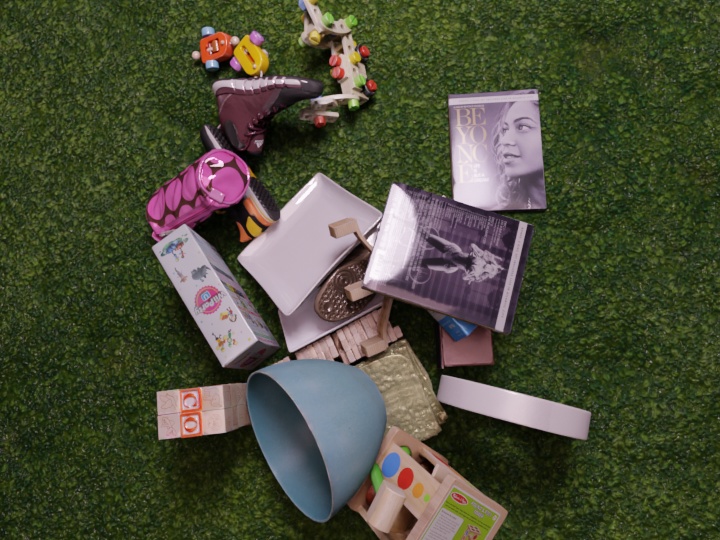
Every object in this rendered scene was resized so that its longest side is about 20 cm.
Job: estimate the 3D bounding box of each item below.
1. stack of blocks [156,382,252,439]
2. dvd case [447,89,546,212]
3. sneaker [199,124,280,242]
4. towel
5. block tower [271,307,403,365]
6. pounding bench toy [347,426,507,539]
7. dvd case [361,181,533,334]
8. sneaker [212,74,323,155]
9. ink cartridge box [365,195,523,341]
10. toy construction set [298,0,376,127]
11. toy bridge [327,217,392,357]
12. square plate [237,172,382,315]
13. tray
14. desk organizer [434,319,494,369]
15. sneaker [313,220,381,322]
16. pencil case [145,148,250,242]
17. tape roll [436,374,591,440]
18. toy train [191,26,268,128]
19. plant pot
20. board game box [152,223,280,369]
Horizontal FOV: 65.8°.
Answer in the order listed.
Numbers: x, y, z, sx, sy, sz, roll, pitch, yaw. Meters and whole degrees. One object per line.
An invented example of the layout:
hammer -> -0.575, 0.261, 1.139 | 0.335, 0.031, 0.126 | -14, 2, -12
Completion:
stack of blocks -> -0.214, 0.193, 0.776 | 0.113, 0.200, 0.060 | -8, 79, 2
dvd case -> 0.219, -0.194, 0.903 | 0.146, 0.016, 0.204 | -2, 79, 5
sneaker -> -0.217, -0.139, 0.900 | 0.090, 0.070, 0.201 | -38, 82, 16
towel -> 0.017, 0.208, 0.827 | 0.198, 0.036, 0.150 | -27, 88, 1
block tower -> -0.034, 0.123, 0.847 | 0.198, 0.054, 0.058 | -26, 79, -1
pounding bench toy -> 0.056, 0.290, 0.722 | 0.199, 0.155, 0.125 | 39, 83, -32
dvd case -> 0.116, -0.018, 0.727 | 0.197, 0.016, 0.151 | 17, 76, 1
sneaker -> -0.141, -0.237, 0.860 | 0.197, 0.075, 0.118 | 8, 107, 30
ink cartridge box -> 0.111, -0.017, 0.777 | 0.116, 0.068, 0.200 | -42, 83, -12
toy construction set -> -0.044, -0.331, 0.898 | 0.091, 0.130, 0.204 | -2, 87, 42
toy bridge -> 0.012, 0.023, 0.780 | 0.066, 0.027, 0.203 | -21, 108, -18
square plate -> -0.081, -0.044, 0.851 | 0.198, 0.028, 0.200 | -46, 42, -5
tray -> -0.028, 0.052, 0.855 | 0.198, 0.022, 0.108 | -28, 36, 0
desk organizer -> 0.150, 0.044, 0.838 | 0.076, 0.072, 0.204 | -3, 79, 2
sneaker -> 0.000, 0.000, 0.843 | 0.200, 0.075, 0.071 | -46, 104, -19
pencil case -> -0.251, -0.108, 0.845 | 0.091, 0.199, 0.094 | 43, 50, -24
tape roll -> 0.200, 0.180, 0.742 | 0.199, 0.203, 0.038 | 14, 82, 7
toy train -> -0.208, -0.322, 0.949 | 0.148, 0.055, 0.204 | -11, 88, 30
plant pot -> -0.043, 0.200, 0.732 | 0.133, 0.200, 0.202 | -22, 76, -33
board game box -> -0.210, 0.046, 0.830 | 0.064, 0.148, 0.201 | -35, 78, -3
